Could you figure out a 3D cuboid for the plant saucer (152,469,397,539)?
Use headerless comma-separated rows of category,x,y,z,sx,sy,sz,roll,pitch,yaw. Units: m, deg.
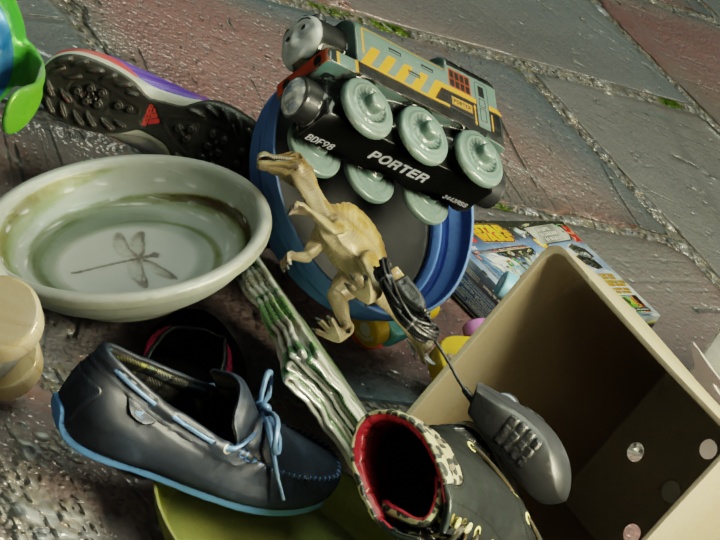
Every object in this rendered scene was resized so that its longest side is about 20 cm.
plant saucer,-0.043,0.173,1.259,0.199,0.031,0.200,26,23,-12

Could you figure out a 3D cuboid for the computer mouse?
computer mouse,0.074,0.065,1.323,0.200,0.034,0.059,53,13,16

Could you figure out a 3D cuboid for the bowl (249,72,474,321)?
bowl,0.000,-0.059,1.508,0.200,0.039,0.202,18,63,-39

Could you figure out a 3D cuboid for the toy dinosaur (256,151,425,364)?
toy dinosaur,0.000,0.000,1.403,0.200,0.058,0.101,53,30,-18

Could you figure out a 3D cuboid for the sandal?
sandal,-0.116,0.069,1.352,0.075,0.045,0.200,32,24,1

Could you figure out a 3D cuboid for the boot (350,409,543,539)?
boot,0.067,0.177,1.240,0.154,0.073,0.204,27,36,-64

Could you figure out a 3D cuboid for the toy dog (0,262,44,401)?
toy dog,-0.267,0.006,1.244,0.096,0.132,0.200,-30,50,-19

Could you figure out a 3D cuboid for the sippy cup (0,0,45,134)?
sippy cup,-0.321,-0.147,1.439,0.140,0.177,0.130,68,28,-21

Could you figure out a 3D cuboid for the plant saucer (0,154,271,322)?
plant saucer,-0.158,-0.013,1.400,0.199,0.050,0.200,-1,30,1

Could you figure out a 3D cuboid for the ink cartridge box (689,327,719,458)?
ink cartridge box,0.352,0.129,1.690,0.199,0.126,0.129,15,28,-32

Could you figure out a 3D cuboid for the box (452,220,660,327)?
box,0.154,0.012,1.788,0.199,0.040,0.137,-1,40,-50

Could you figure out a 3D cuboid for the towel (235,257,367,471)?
towel,-0.029,0.072,1.370,0.150,0.031,0.200,57,-1,-26

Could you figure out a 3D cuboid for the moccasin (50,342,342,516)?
moccasin,-0.085,0.095,1.230,0.199,0.068,0.081,17,24,-39

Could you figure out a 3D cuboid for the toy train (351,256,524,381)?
toy train,0.067,0.033,1.588,0.199,0.056,0.151,27,49,-14

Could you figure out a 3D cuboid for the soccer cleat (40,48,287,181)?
soccer cleat,-0.138,-0.110,1.512,0.199,0.069,0.073,24,16,-7

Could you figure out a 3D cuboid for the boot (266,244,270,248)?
boot,-0.091,-0.020,1.539,0.199,0.075,0.097,7,42,-25

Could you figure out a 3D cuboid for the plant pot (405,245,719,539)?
plant pot,0.168,0.136,1.403,0.177,0.200,0.200,22,23,-51

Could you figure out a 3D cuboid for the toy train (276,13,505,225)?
toy train,0.023,-0.110,1.469,0.199,0.085,0.115,22,48,-35
